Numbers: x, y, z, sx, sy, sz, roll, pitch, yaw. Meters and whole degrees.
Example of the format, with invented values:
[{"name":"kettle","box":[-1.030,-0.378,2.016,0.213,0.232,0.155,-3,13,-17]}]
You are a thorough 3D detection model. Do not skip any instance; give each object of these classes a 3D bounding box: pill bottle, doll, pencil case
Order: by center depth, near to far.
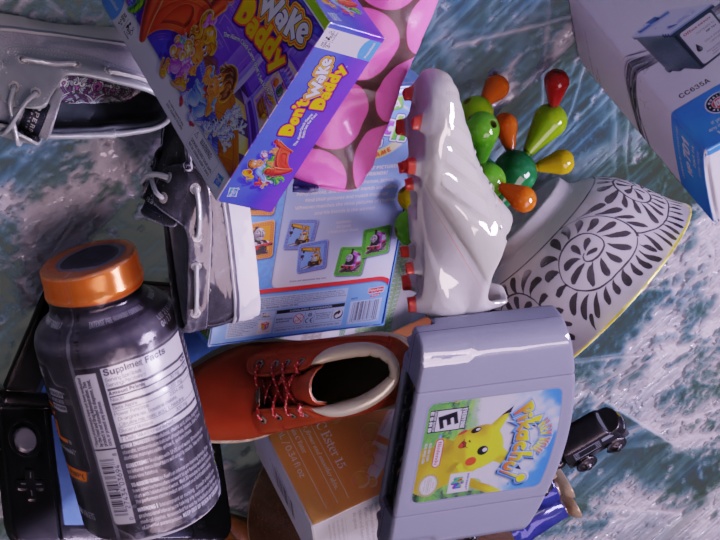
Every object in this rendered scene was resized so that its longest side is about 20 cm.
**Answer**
[{"name":"pencil case","box":[-0.008,-0.153,1.409,0.093,0.091,0.202,16,107,-19]},{"name":"pill bottle","box":[-0.170,0.082,1.499,0.105,0.106,0.202,-19,111,-17]},{"name":"doll","box":[0.114,0.261,1.998,0.199,0.049,0.137,-30,141,-5]}]

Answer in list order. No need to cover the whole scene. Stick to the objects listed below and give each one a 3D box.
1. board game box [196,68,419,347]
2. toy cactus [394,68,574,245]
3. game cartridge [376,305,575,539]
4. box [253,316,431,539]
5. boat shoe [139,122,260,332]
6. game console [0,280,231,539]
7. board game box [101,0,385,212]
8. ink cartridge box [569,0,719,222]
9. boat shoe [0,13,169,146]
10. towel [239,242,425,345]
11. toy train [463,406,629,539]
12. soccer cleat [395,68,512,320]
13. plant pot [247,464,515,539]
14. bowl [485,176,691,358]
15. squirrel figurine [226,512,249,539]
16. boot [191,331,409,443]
[{"name":"board game box","box":[-0.037,-0.046,1.533,0.150,0.037,0.202,-6,122,-29]},{"name":"toy cactus","box":[0.097,-0.050,1.575,0.200,0.102,0.166,-51,156,-42]},{"name":"game cartridge","box":[0.087,0.116,1.529,0.132,0.041,0.201,-9,130,-22]},{"name":"box","box":[0.028,0.129,1.650,0.199,0.125,0.098,-24,150,-12]},{"name":"boat shoe","box":[-0.118,-0.053,1.436,0.067,0.072,0.202,-16,116,-18]},{"name":"game console","box":[-0.165,0.110,1.589,0.199,0.178,0.116,5,157,-38]},{"name":"board game box","box":[-0.077,-0.154,1.291,0.045,0.201,0.135,11,125,-41]},{"name":"ink cartridge box","box":[0.263,-0.153,1.533,0.146,0.201,0.086,-29,141,-6]},{"name":"boat shoe","box":[-0.208,-0.116,1.342,0.199,0.072,0.070,-3,134,-33]},{"name":"towel","box":[0.000,0.000,1.626,0.198,0.031,0.150,-7,122,-31]},{"name":"toy train","box":[0.117,0.165,1.624,0.199,0.034,0.046,-32,147,2]},{"name":"soccer cleat","box":[0.066,-0.053,1.444,0.077,0.070,0.201,-6,127,-5]},{"name":"plant pot","box":[0.040,0.220,1.740,0.186,0.199,0.188,-28,136,-32]},{"name":"bowl","box":[0.159,-0.010,1.673,0.094,0.201,0.201,42,106,-6]},{"name":"squirrel figurine","box":[-0.139,0.299,1.745,0.141,0.187,0.200,-40,142,10]},{"name":"boot","box":[-0.056,0.083,1.542,0.198,0.076,0.107,-12,179,8]}]
